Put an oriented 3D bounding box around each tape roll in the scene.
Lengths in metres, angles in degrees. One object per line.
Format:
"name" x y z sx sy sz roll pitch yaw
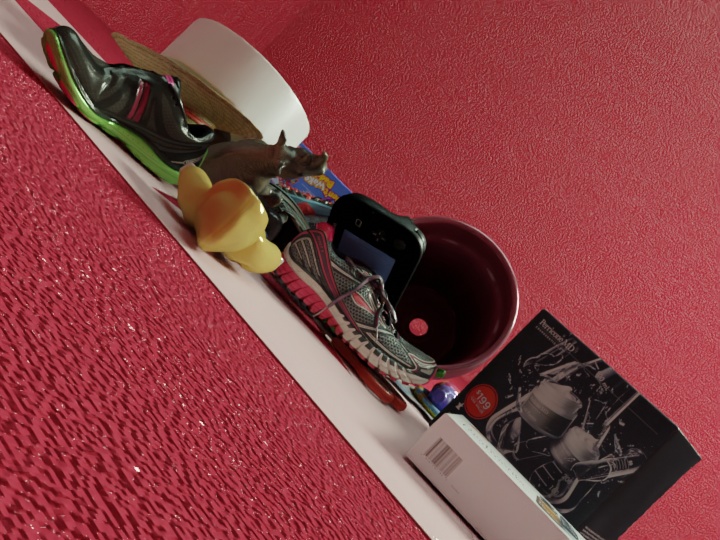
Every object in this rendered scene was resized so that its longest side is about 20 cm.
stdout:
"tape roll" -0.161 -0.217 1.046 0.202 0.071 0.203 38 -13 11

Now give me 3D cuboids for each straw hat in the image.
"straw hat" -0.215 -0.171 0.922 0.201 0.085 0.201 33 -4 3

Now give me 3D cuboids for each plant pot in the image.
"plant pot" 0.084 0.053 1.068 0.200 0.200 0.179 45 -18 9

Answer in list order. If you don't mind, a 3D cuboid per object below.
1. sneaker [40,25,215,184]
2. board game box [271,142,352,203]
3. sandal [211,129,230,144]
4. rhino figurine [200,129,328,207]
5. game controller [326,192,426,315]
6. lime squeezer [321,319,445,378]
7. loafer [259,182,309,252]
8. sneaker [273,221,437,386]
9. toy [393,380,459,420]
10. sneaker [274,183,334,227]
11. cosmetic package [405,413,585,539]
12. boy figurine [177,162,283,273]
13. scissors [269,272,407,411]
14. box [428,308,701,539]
"sneaker" -0.213 -0.164 0.770 0.077 0.084 0.200 45 1 41
"board game box" -0.073 -0.076 1.159 0.200 0.134 0.045 45 1 -7
"sandal" -0.199 -0.159 1.027 0.201 0.080 0.057 36 -25 24
"rhino figurine" -0.112 -0.105 0.857 0.200 0.060 0.087 -3 -19 39
"game controller" 0.000 0.000 0.886 0.104 0.042 0.200 25 -40 1
"lime squeezer" 0.003 0.055 0.892 0.200 0.071 0.038 47 19 -3
"loafer" -0.098 -0.047 1.037 0.200 0.072 0.063 46 7 -6
"sneaker" 0.004 0.039 0.828 0.200 0.075 0.081 44 3 -6
"toy" 0.118 0.177 1.058 0.115 0.047 0.200 44 0 28
"sneaker" -0.050 -0.046 1.110 0.199 0.096 0.079 20 9 2
"cosmetic package" 0.132 0.206 0.683 0.200 0.052 0.151 45 -1 15
"boy figurine" -0.115 -0.049 0.727 0.124 0.064 0.200 47 -2 -2
"scissors" -0.027 0.069 0.843 0.200 0.014 0.073 44 4 20
"box" 0.207 0.177 0.861 0.104 0.182 0.200 42 3 -47
